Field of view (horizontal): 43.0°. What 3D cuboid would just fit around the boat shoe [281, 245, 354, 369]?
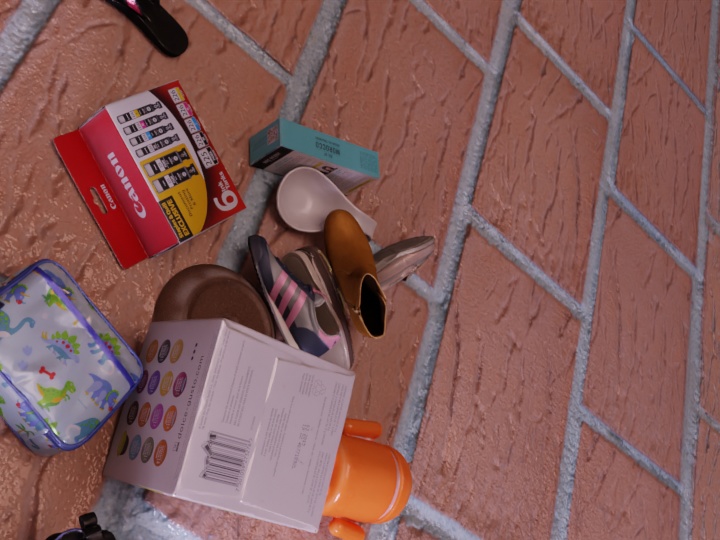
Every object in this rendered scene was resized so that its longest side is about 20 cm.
[{"bbox_3d":[-0.052,0.059,1.371,0.059,0.072,0.200,-26,93,-51],"label":"boat shoe"}]

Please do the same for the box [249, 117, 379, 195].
[{"bbox_3d":[-0.070,-0.175,1.433,0.200,0.082,0.049,14,64,-40],"label":"box"}]

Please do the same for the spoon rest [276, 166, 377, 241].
[{"bbox_3d":[-0.047,-0.094,1.431,0.200,0.061,0.100,23,80,-38],"label":"spoon rest"}]

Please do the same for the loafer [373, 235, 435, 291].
[{"bbox_3d":[0.050,-0.001,1.501,0.200,0.072,0.063,-25,109,-39],"label":"loafer"}]

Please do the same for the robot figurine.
[{"bbox_3d":[-0.010,0.296,1.291,0.200,0.117,0.144,21,34,-36],"label":"robot figurine"}]

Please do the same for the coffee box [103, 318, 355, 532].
[{"bbox_3d":[-0.159,0.185,1.108,0.200,0.198,0.200,25,72,-34],"label":"coffee box"}]

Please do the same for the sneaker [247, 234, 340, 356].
[{"bbox_3d":[-0.096,0.032,1.317,0.082,0.070,0.200,-24,94,-4],"label":"sneaker"}]

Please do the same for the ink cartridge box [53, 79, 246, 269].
[{"bbox_3d":[-0.278,-0.128,1.217,0.175,0.084,0.200,-35,100,-44],"label":"ink cartridge box"}]

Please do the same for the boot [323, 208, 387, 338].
[{"bbox_3d":[-0.001,0.001,1.347,0.071,0.144,0.202,-15,90,-8],"label":"boot"}]

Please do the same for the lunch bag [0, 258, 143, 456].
[{"bbox_3d":[-0.360,0.097,1.059,0.200,0.082,0.161,56,43,-14],"label":"lunch bag"}]

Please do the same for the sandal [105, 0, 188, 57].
[{"bbox_3d":[-0.318,-0.393,1.306,0.200,0.045,0.075,42,50,-24],"label":"sandal"}]

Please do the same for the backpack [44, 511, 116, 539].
[{"bbox_3d":[-0.309,0.391,0.947,0.191,0.154,0.200,51,53,-6],"label":"backpack"}]

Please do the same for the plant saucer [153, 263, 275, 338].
[{"bbox_3d":[-0.189,0.083,1.257,0.200,0.037,0.201,17,63,-37],"label":"plant saucer"}]
